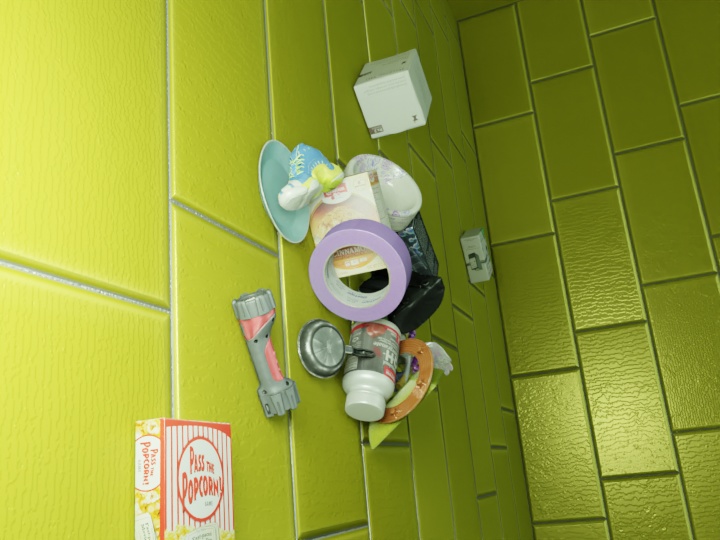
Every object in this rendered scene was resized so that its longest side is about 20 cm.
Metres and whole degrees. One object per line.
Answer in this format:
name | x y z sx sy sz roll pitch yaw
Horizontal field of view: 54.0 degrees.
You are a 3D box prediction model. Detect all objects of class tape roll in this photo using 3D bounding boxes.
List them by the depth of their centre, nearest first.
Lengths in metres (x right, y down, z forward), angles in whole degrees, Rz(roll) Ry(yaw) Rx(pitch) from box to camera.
tape roll | 0.000 0.000 1.419 0.066 0.199 0.201 -61 135 -61

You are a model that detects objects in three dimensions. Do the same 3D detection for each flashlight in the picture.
flashlight | -0.147 0.132 1.142 0.068 0.067 0.201 -43 118 -62

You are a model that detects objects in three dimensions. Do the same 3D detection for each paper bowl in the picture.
paper bowl | 0.038 -0.172 1.680 0.200 0.104 0.201 20 41 -19

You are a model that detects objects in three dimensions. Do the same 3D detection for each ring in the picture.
ring | 0.074 0.233 1.519 0.019 0.200 0.201 36 41 -31

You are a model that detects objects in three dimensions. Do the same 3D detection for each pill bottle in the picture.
pill bottle | 0.021 0.209 1.488 0.111 0.110 0.201 58 32 -44

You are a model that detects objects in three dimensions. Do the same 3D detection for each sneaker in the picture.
sneaker | -0.116 -0.182 1.351 0.105 0.076 0.200 49 31 5

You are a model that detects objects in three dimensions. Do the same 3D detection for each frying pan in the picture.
frying pan | -0.043 0.166 1.364 0.190 0.031 0.115 34 54 -28

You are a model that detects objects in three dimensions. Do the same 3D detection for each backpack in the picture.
backpack | 0.082 0.065 1.642 0.163 0.200 0.154 -40 133 -22

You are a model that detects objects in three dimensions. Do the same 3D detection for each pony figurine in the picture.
pony figurine | 0.111 0.204 1.727 0.200 0.166 0.194 -48 118 -47

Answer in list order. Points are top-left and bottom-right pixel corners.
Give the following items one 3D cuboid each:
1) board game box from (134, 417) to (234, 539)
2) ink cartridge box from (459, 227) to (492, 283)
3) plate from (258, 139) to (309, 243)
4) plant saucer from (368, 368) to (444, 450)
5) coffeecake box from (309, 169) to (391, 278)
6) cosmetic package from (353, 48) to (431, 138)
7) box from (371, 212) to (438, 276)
board game box | -0.218 0.292 0.887 0.151 0.046 0.201 31 50 -64
ink cartridge box | 0.490 -0.064 2.972 0.146 0.084 0.201 -46 123 -66
plate | -0.151 -0.148 1.347 0.200 0.025 0.201 -12 90 -70
plant saucer | 0.094 0.292 1.571 0.048 0.200 0.200 44 10 8
coffeecake box | -0.022 -0.095 1.481 0.073 0.153 0.201 -37 113 -69
cosmetic package | 0.097 -0.506 2.018 0.200 0.164 0.165 -73 146 -55
box | 0.100 -0.046 1.796 0.107 0.148 0.200 -76 148 -51
